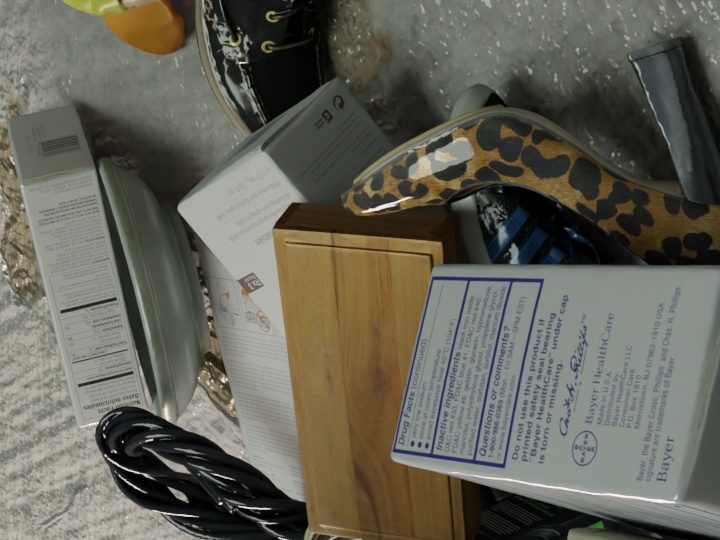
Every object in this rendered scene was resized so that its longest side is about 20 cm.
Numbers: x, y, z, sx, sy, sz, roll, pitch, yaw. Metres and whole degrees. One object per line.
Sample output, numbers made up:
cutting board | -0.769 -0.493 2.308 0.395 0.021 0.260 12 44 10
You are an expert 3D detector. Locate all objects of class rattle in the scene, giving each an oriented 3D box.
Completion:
rattle | -0.150 -0.261 1.237 0.129 0.143 0.202 -20 78 25

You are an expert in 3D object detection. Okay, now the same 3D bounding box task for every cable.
cable | -0.099 0.161 1.315 0.199 0.051 0.163 35 163 -15

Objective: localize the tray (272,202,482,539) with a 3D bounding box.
tray | 0.011 0.062 1.051 0.098 0.037 0.202 5 121 19

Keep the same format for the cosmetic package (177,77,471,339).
cosmetic package | 0.000 0.000 1.107 0.200 0.081 0.113 50 144 -8

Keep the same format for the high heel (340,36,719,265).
high heel | 0.096 -0.018 0.955 0.198 0.071 0.144 -19 92 18

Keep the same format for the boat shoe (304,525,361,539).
boat shoe | -0.004 0.188 1.202 0.072 0.065 0.201 11 143 2

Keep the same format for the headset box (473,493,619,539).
headset box | 0.080 0.243 1.110 0.093 0.198 0.176 18 126 67

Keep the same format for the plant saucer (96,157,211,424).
plant saucer | -0.144 0.013 1.351 0.200 0.050 0.202 165 90 -81

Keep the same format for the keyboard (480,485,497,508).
keyboard | 0.075 0.174 1.212 0.104 0.040 0.201 -9 112 48

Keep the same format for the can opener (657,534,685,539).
can opener | 0.174 0.132 1.025 0.200 0.078 0.064 46 151 40

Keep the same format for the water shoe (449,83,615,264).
water shoe | 0.105 -0.010 1.039 0.078 0.071 0.202 -8 105 26

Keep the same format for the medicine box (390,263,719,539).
medicine box | 0.149 0.069 0.890 0.199 0.181 0.104 2 76 53

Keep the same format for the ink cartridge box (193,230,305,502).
ink cartridge box | -0.035 0.064 1.282 0.161 0.050 0.202 7 112 53

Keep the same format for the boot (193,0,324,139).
boot | -0.034 -0.165 1.107 0.150 0.073 0.202 0 106 53

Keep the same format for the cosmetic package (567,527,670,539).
cosmetic package | 0.202 0.176 0.903 0.198 0.105 0.072 7 85 25

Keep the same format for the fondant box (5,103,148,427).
fondant box | -0.214 -0.006 1.410 0.144 0.058 0.202 -121 21 -62
